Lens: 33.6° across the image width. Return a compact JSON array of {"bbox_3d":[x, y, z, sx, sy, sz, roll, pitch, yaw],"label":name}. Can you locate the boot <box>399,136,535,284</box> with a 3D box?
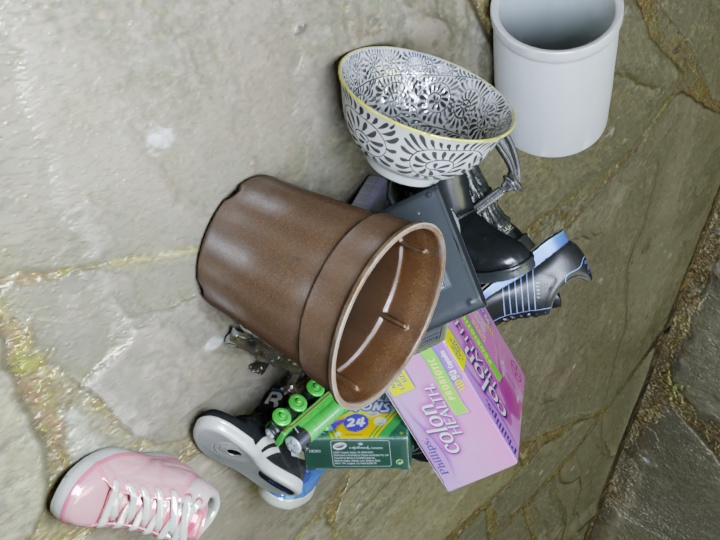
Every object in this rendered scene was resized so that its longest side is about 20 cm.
[{"bbox_3d":[0.115,-0.079,1.387,0.073,0.198,0.165,-24,110,-24],"label":"boot"}]

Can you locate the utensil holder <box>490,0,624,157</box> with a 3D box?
[{"bbox_3d":[0.256,-0.276,1.584,0.170,0.169,0.201,-51,154,-25],"label":"utensil holder"}]

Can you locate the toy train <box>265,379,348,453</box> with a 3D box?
[{"bbox_3d":[-0.033,0.145,1.384,0.200,0.056,0.042,-39,167,-40],"label":"toy train"}]

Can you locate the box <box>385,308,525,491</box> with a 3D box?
[{"bbox_3d":[0.113,0.125,1.431,0.177,0.096,0.200,59,22,-16],"label":"box"}]

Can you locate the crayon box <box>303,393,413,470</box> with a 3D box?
[{"bbox_3d":[0.004,0.157,1.454,0.201,0.124,0.052,-80,166,-58],"label":"crayon box"}]

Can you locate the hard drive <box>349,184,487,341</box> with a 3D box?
[{"bbox_3d":[0.022,0.011,1.303,0.198,0.141,0.033,-24,169,15],"label":"hard drive"}]

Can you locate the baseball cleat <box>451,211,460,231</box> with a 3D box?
[{"bbox_3d":[0.047,0.019,1.349,0.201,0.069,0.107,-60,176,38],"label":"baseball cleat"}]

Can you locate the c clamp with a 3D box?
[{"bbox_3d":[0.123,-0.090,1.491,0.200,0.171,0.027,-42,-175,10],"label":"c clamp"}]

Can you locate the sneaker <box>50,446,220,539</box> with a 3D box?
[{"bbox_3d":[-0.215,0.235,1.210,0.200,0.104,0.076,10,107,-63],"label":"sneaker"}]

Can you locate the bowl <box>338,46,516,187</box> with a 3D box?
[{"bbox_3d":[0.060,-0.153,1.290,0.200,0.200,0.095,-31,147,-49],"label":"bowl"}]

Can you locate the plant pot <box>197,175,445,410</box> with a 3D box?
[{"bbox_3d":[-0.048,0.008,1.216,0.200,0.197,0.202,-44,148,-37],"label":"plant pot"}]

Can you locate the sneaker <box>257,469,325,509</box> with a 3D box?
[{"bbox_3d":[-0.058,0.212,1.515,0.199,0.076,0.112,-34,147,-54],"label":"sneaker"}]

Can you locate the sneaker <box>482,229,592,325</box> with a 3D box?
[{"bbox_3d":[0.204,0.037,1.532,0.199,0.078,0.070,-39,178,15],"label":"sneaker"}]

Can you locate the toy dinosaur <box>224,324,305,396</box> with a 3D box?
[{"bbox_3d":[-0.070,0.075,1.376,0.199,0.077,0.103,-27,149,-46],"label":"toy dinosaur"}]

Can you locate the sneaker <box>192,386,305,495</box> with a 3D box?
[{"bbox_3d":[-0.122,0.177,1.393,0.200,0.072,0.113,50,46,-50],"label":"sneaker"}]

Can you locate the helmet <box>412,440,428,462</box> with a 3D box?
[{"bbox_3d":[0.103,0.150,1.665,0.199,0.200,0.192,-30,155,-50],"label":"helmet"}]

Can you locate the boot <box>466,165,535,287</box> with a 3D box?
[{"bbox_3d":[0.130,-0.055,1.595,0.079,0.158,0.211,-39,179,-36],"label":"boot"}]

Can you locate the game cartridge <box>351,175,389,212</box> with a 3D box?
[{"bbox_3d":[0.000,0.000,1.455,0.130,0.038,0.202,-55,156,-47],"label":"game cartridge"}]
